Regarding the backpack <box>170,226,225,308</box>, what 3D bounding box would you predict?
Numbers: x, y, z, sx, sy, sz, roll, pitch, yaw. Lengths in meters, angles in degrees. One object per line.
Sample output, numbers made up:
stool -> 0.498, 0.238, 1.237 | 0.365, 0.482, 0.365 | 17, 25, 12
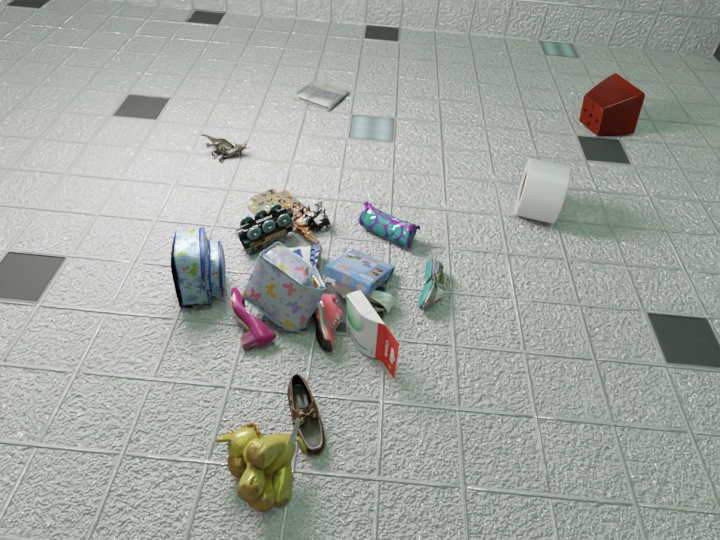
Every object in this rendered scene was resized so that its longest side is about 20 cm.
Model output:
backpack -> -0.460, -0.019, 1.533 | 0.145, 0.201, 0.184 | -7, 46, -11

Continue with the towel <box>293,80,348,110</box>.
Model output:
towel -> -0.178, -0.802, 2.436 | 0.198, 0.035, 0.193 | 22, 48, 17

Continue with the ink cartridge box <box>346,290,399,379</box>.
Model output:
ink cartridge box -> 0.027, 0.175, 1.412 | 0.050, 0.162, 0.201 | -19, 50, -20

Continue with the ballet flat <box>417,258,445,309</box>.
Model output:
ballet flat -> 0.223, 0.045, 1.626 | 0.071, 0.073, 0.202 | 12, 47, 7

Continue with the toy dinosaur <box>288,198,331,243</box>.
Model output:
toy dinosaur -> -0.172, -0.160, 1.792 | 0.134, 0.102, 0.202 | -23, 72, -7

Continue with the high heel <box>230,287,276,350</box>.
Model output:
high heel -> -0.302, 0.124, 1.499 | 0.095, 0.068, 0.202 | -18, 64, -8

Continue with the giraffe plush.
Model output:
giraffe plush -> -0.234, 0.407, 1.187 | 0.161, 0.173, 0.201 | 4, 52, 30

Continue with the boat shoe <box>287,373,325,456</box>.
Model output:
boat shoe -> -0.136, 0.344, 1.299 | 0.070, 0.071, 0.201 | -14, 50, -19

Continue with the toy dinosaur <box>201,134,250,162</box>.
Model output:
toy dinosaur -> -0.528, -0.473, 2.074 | 0.198, 0.078, 0.102 | 22, 36, 22

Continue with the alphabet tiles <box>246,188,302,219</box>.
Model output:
alphabet tiles -> -0.291, -0.219, 1.879 | 0.166, 0.006, 0.200 | -29, 55, -29

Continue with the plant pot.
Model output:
plant pot -> 1.078, -0.704, 2.348 | 0.174, 0.201, 0.201 | -19, 49, -7

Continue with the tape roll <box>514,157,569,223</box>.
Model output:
tape roll -> 0.632, -0.278, 1.878 | 0.138, 0.204, 0.204 | 14, 46, 10

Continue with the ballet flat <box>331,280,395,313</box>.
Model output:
ballet flat -> 0.003, 0.080, 1.578 | 0.198, 0.070, 0.070 | 15, 46, 8

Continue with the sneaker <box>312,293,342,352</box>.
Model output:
sneaker -> -0.086, 0.135, 1.504 | 0.086, 0.074, 0.201 | -6, 47, -13

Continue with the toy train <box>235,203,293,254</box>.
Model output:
toy train -> -0.301, -0.132, 1.712 | 0.199, 0.115, 0.085 | -27, 55, -23

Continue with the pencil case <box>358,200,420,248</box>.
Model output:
pencil case -> 0.092, -0.151, 1.785 | 0.198, 0.093, 0.085 | 26, 49, 21

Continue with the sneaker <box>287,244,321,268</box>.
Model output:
sneaker -> -0.190, -0.009, 1.641 | 0.114, 0.081, 0.200 | 5, 39, 6

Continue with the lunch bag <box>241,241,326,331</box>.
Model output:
lunch bag -> -0.203, 0.052, 1.488 | 0.199, 0.171, 0.127 | 35, 32, 11

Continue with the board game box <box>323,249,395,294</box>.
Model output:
board game box -> 0.000, 0.000, 1.616 | 0.150, 0.037, 0.200 | 24, 23, 17
